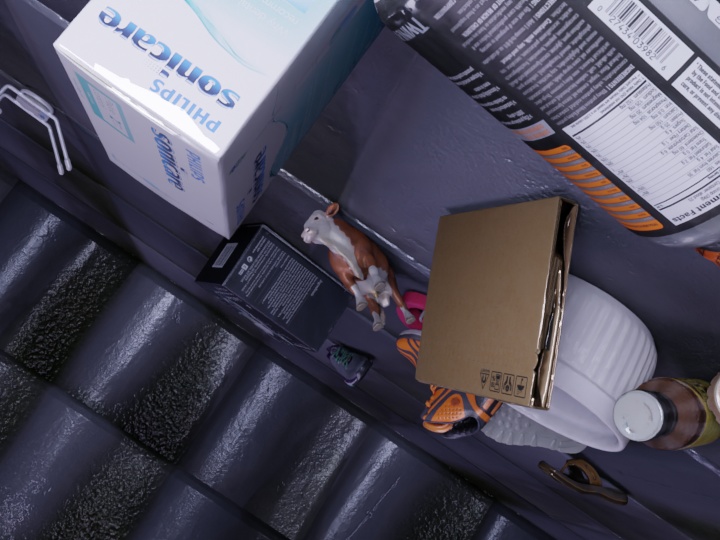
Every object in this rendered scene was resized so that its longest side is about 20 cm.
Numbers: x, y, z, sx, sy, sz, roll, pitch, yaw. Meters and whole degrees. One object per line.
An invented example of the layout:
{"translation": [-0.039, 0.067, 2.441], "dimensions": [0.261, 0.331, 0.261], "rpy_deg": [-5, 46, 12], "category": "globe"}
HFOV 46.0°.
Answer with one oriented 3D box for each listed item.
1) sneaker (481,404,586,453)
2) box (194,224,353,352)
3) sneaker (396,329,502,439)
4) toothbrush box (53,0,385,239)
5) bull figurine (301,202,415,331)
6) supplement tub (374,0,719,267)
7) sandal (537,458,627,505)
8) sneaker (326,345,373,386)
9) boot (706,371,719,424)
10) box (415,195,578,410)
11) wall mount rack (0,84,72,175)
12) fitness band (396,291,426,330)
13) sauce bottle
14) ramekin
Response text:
{"translation": [0.227, 0.206, 1.212], "dimensions": [0.200, 0.076, 0.081], "rpy_deg": [22, -173, -12], "category": "sneaker"}
{"translation": [-0.149, 0.029, 1.432], "dimensions": [0.197, 0.124, 0.200], "rpy_deg": [36, 167, -20], "category": "box"}
{"translation": [0.100, 0.154, 1.143], "dimensions": [0.200, 0.112, 0.078], "rpy_deg": [21, 164, 50], "category": "sneaker"}
{"translation": [-0.044, -0.130, 0.423], "dimensions": [0.085, 0.200, 0.146], "rpy_deg": [33, 168, 0], "category": "toothbrush box"}
{"translation": [0.000, 0.000, 1.052], "dimensions": [0.200, 0.065, 0.121], "rpy_deg": [40, -159, -56], "category": "bull figurine"}
{"translation": [0.116, -0.093, 0.348], "dimensions": [0.200, 0.123, 0.123], "rpy_deg": [37, 167, -14], "category": "supplement tub"}
{"translation": [0.397, 0.365, 1.499], "dimensions": [0.200, 0.055, 0.082], "rpy_deg": [23, 177, -19], "category": "sandal"}
{"translation": [-0.036, 0.208, 1.920], "dimensions": [0.088, 0.074, 0.200], "rpy_deg": [40, 167, -6], "category": "sneaker"}
{"translation": [0.383, 0.140, 0.665], "dimensions": [0.200, 0.075, 0.107], "rpy_deg": [33, 162, 7], "category": "boot"}
{"translation": [0.109, 0.025, 0.726], "dimensions": [0.021, 0.164, 0.200], "rpy_deg": [11, 175, -21], "category": "box"}
{"translation": [-0.590, -0.259, 1.549], "dimensions": [0.174, 0.075, 0.200], "rpy_deg": [39, 167, -22], "category": "wall mount rack"}
{"translation": [0.137, 0.097, 1.175], "dimensions": [0.200, 0.037, 0.144], "rpy_deg": [31, 167, 14], "category": "fitness band"}
{"translation": [0.273, 0.125, 0.742], "dimensions": [0.065, 0.065, 0.200], "rpy_deg": [25, -173, 33], "category": "sauce bottle"}
{"translation": [0.190, 0.080, 0.831], "dimensions": [0.200, 0.105, 0.200], "rpy_deg": [32, 168, 8], "category": "ramekin"}
